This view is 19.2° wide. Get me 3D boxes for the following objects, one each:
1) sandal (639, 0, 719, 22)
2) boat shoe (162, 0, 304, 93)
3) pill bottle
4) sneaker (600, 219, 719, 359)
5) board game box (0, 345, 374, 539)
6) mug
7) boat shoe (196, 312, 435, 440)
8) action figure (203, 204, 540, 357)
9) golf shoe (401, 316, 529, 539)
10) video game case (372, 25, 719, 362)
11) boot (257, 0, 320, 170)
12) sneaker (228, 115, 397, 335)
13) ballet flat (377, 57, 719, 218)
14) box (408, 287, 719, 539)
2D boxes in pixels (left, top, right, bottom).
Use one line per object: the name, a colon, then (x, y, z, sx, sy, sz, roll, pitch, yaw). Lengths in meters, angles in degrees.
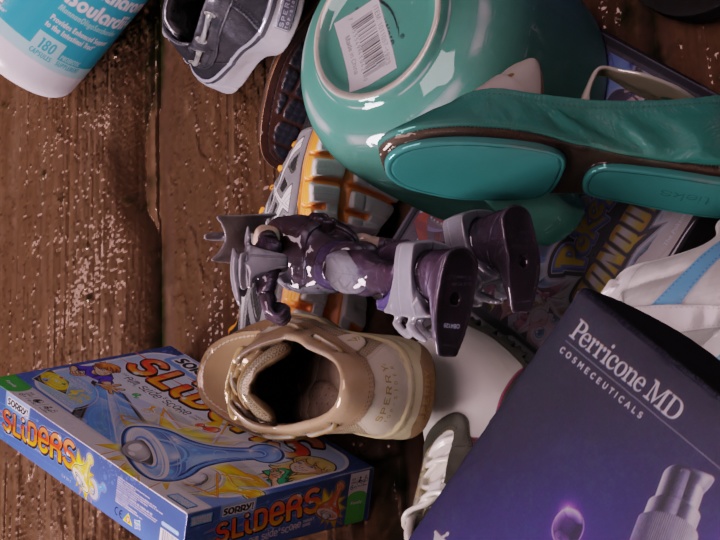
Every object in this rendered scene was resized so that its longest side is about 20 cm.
sandal: (0.151, -0.199, 1.192, 0.200, 0.045, 0.075, 40, 98, 43)
boat shoe: (-0.090, -0.156, 1.313, 0.200, 0.068, 0.072, 179, 105, -75)
pill bottle: (-0.184, -0.223, 1.448, 0.200, 0.111, 0.111, -48, 48, 16)
sneaker: (0.138, 0.052, 1.062, 0.200, 0.077, 0.081, -33, 47, -5)
board game box: (-0.107, 0.103, 1.232, 0.200, 0.135, 0.035, 26, 116, 43)
mug: (0.053, -0.110, 1.158, 0.185, 0.114, 0.153, 18, 85, 43)
boat shoe: (-0.041, 0.056, 1.153, 0.200, 0.064, 0.072, -5, 81, 55)
action figure: (0.000, 0.000, 1.128, 0.200, 0.130, 0.070, 5, 102, 51)
golf shoe: (0.061, 0.108, 1.096, 0.077, 0.088, 0.201, -46, 53, 39)
video game case: (0.110, -0.031, 1.173, 0.181, 0.025, 0.200, 37, 98, 43)
boot: (-0.014, -0.162, 1.324, 0.201, 0.074, 0.097, -65, 19, 15)
sneaker: (-0.031, -0.030, 1.262, 0.077, 0.078, 0.201, 8, 79, 47)
ballet flat: (0.104, -0.070, 1.073, 0.067, 0.199, 0.071, 112, 161, -61)
box: (0.102, 0.134, 0.820, 0.148, 0.104, 0.200, 39, 100, 44)
